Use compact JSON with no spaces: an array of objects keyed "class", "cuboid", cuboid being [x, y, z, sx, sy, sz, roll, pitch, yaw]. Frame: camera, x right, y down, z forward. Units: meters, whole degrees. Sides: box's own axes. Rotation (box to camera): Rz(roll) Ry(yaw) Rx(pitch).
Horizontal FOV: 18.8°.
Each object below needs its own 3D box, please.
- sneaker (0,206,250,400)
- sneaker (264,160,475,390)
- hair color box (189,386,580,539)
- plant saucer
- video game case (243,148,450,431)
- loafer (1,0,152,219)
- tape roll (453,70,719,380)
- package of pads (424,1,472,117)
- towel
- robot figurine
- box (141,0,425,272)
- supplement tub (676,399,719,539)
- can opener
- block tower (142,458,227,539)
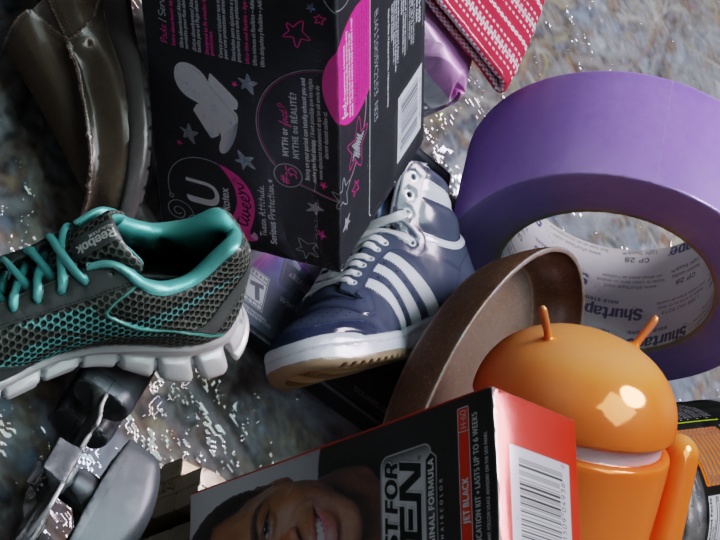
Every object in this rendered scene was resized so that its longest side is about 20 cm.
[{"class":"sneaker","cuboid":[-0.140,0.006,1.028,0.199,0.091,0.078,-7,51,-27]},{"class":"sneaker","cuboid":[0.000,0.000,1.215,0.200,0.070,0.109,-13,87,-57]},{"class":"hair color box","cuboid":[0.007,0.132,0.999,0.061,0.199,0.102,23,55,-40]},{"class":"plant saucer","cuboid":[0.064,0.074,1.234,0.200,0.034,0.201,-44,147,-39]},{"class":"video game case","cuboid":[-0.012,-0.016,1.282,0.143,0.019,0.201,38,48,-31]},{"class":"loafer","cuboid":[-0.152,-0.109,1.141,0.071,0.073,0.201,-6,76,-12]},{"class":"tape roll","cuboid":[0.156,-0.023,1.332,0.200,0.199,0.085,40,46,-28]},{"class":"package of pads","cuboid":[0.023,-0.195,1.356,0.120,0.075,0.201,43,40,-25]},{"class":"towel","cuboid":[0.070,-0.218,1.345,0.145,0.022,0.200,48,39,-23]},{"class":"robot figurine","cuboid":[0.105,0.116,1.171,0.117,0.143,0.201,-35,140,-72]},{"class":"box","cuboid":[-0.038,-0.125,1.154,0.132,0.114,0.201,-58,157,-44]},{"class":"supplement tub","cuboid":[0.179,0.142,1.325,0.200,0.122,0.123,2,70,-54]},{"class":"can opener","cuboid":[-0.115,0.072,1.085,0.067,0.053,0.200,34,45,-7]},{"class":"block tower","cuboid":[-0.089,0.192,1.062,0.058,0.054,0.201,31,50,-34]}]
